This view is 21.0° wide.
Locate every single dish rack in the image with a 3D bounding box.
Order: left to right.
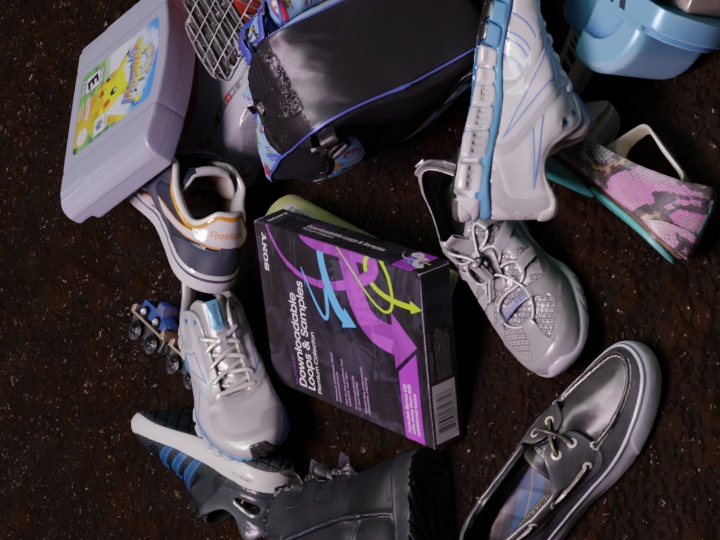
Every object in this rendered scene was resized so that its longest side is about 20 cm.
[{"bbox_3d":[-0.070,-0.248,1.539,0.201,0.054,0.154,-58,34,22],"label":"dish rack"}]

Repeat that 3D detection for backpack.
[{"bbox_3d":[-0.008,-0.151,1.461,0.135,0.182,0.200,61,162,4],"label":"backpack"}]

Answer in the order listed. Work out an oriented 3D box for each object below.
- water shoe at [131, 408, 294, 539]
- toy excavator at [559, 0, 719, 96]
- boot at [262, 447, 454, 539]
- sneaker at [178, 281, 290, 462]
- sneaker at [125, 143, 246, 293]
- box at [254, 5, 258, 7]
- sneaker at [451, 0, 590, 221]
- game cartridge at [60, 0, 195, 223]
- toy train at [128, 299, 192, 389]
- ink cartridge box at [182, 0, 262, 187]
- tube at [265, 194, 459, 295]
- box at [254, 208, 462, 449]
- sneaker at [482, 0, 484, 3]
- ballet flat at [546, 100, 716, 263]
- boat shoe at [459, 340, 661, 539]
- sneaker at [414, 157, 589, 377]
[{"bbox_3d":[-0.133,0.170,1.625,0.199,0.071,0.080,19,105,51],"label":"water shoe"},{"bbox_3d":[0.172,-0.171,1.373,0.194,0.099,0.201,46,123,43],"label":"toy excavator"},{"bbox_3d":[-0.005,0.232,1.476,0.162,0.073,0.200,-20,60,40],"label":"boot"},{"bbox_3d":[-0.114,0.070,1.585,0.200,0.075,0.087,-119,15,-45],"label":"sneaker"},{"bbox_3d":[-0.146,-0.072,1.623,0.200,0.078,0.080,52,133,40],"label":"sneaker"},{"bbox_3d":[-0.044,-0.239,1.629,0.137,0.037,0.201,-59,45,33],"label":"box"},{"bbox_3d":[0.117,-0.126,1.335,0.075,0.086,0.201,94,-175,-82],"label":"sneaker"},{"bbox_3d":[-0.194,-0.148,1.641,0.133,0.040,0.201,-30,42,31],"label":"game cartridge"},{"bbox_3d":[-0.143,0.075,1.684,0.200,0.034,0.046,36,104,44],"label":"toy train"},{"bbox_3d":[-0.116,-0.194,1.658,0.163,0.050,0.201,59,146,36],"label":"ink cartridge box"},{"bbox_3d":[0.000,0.000,1.545,0.052,0.058,0.200,-38,44,-22],"label":"tube"},{"bbox_3d":[-0.004,0.042,1.502,0.199,0.036,0.144,19,122,48],"label":"box"},{"bbox_3d":[0.035,-0.273,1.532,0.070,0.090,0.201,-37,56,35],"label":"sneaker"},{"bbox_3d":[0.174,-0.077,1.370,0.200,0.069,0.071,37,90,40],"label":"ballet flat"},{"bbox_3d":[0.138,0.134,1.358,0.069,0.056,0.201,49,116,41],"label":"boat shoe"},{"bbox_3d":[0.094,-0.003,1.416,0.075,0.082,0.201,-51,49,26],"label":"sneaker"}]
